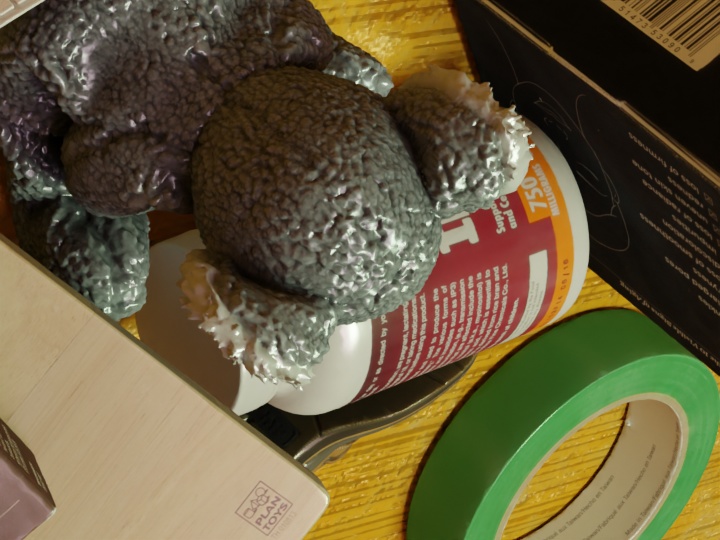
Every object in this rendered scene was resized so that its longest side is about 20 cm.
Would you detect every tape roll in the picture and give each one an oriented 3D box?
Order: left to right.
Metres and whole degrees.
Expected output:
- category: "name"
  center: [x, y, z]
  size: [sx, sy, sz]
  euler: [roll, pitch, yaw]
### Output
- category: "tape roll"
  center: [0.117, 0.117, 1.581]
  size: [0.200, 0.048, 0.201]
  euler: [-28, 140, -26]

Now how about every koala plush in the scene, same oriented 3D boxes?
- category: "koala plush"
  center: [-0.043, -0.047, 1.122]
  size: [0.177, 0.200, 0.184]
  euler: [-38, 144, -13]

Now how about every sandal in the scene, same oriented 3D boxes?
- category: "sandal"
  center: [-0.030, 0.074, 1.363]
  size: [0.200, 0.082, 0.055]
  euler: [-40, 161, -14]

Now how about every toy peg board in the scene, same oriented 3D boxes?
- category: "toy peg board"
  center: [-0.156, 0.101, 1.173]
  size: [0.199, 0.098, 0.200]
  euler: [38, 94, -20]

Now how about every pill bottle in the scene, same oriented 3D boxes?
- category: "pill bottle"
  center: [0.000, 0.000, 1.288]
  size: [0.199, 0.113, 0.113]
  euler: [-21, 137, -34]

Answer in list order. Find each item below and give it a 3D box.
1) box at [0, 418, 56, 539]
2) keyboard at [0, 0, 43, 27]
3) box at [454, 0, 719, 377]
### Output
- category: "box"
  center: [-0.218, 0.046, 1.053]
  size: [0.100, 0.075, 0.200]
  euler: [-42, 109, -1]
- category: "keyboard"
  center: [-0.144, -0.120, 1.072]
  size: [0.200, 0.056, 0.011]
  euler: [-35, 155, -18]
- category: "box"
  center: [0.164, -0.066, 1.324]
  size: [0.124, 0.200, 0.197]
  euler: [-39, 144, -14]
